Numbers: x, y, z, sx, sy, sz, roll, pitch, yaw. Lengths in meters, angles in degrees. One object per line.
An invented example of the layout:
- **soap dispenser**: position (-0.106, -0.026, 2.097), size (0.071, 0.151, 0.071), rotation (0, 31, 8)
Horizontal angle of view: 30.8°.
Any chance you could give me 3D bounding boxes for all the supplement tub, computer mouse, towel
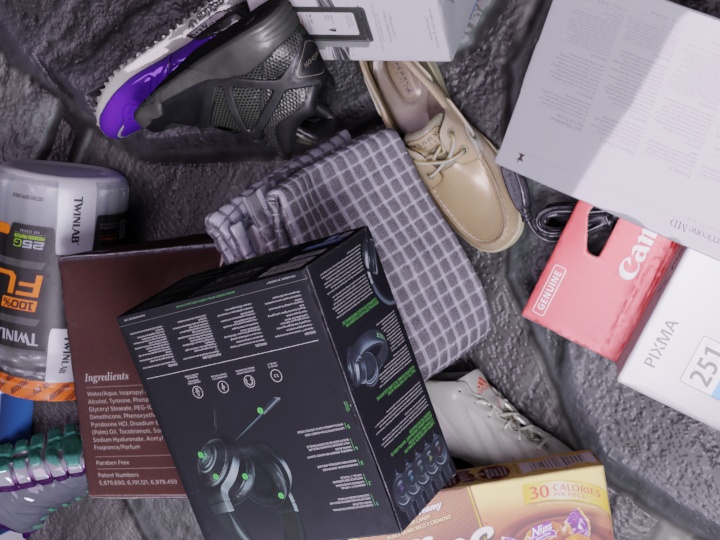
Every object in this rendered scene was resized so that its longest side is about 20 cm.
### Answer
- **supplement tub**: position (-0.275, 0.008, 1.176), size (0.121, 0.122, 0.203), rotation (10, 100, 22)
- **computer mouse**: position (0.169, -0.121, 1.007), size (0.139, 0.046, 0.202), rotation (-13, 101, 17)
- **towel**: position (0.000, 0.000, 1.002), size (0.085, 0.165, 0.202), rotation (-20, 100, 51)

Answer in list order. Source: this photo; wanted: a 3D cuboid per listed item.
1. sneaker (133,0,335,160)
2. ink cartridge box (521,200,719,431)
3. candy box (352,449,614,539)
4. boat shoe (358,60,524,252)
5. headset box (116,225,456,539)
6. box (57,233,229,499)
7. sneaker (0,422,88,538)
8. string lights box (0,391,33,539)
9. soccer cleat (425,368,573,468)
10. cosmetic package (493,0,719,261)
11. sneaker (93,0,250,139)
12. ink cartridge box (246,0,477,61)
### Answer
- **sneaker**: position (-0.096, -0.128, 1.034), size (0.198, 0.076, 0.115), rotation (-20, 116, 41)
- **ink cartridge box**: position (0.238, -0.007, 0.972), size (0.175, 0.045, 0.202), rotation (26, 106, 3)
- **candy box**: position (0.090, 0.211, 0.985), size (0.197, 0.056, 0.118), rotation (-8, 95, -1)
- **boat shoe**: position (0.060, -0.102, 1.046), size (0.072, 0.065, 0.201), rotation (-32, 84, 24)
- **headset box**: position (-0.048, 0.093, 0.909), size (0.173, 0.093, 0.202), rotation (-15, 101, 34)
- **box**: position (-0.131, 0.073, 1.097), size (0.162, 0.166, 0.203), rotation (-4, 96, 25)
- **sneaker**: position (-0.289, 0.200, 1.223), size (0.197, 0.075, 0.088), rotation (-10, 114, -2)
- **string lights box**: position (-0.378, 0.177, 1.277), size (0.102, 0.059, 0.203), rotation (9, 100, 20)
- **soccer cleat**: position (0.102, 0.124, 1.058), size (0.198, 0.069, 0.078), rotation (20, 99, 22)
- **cosmetic package**: position (0.211, -0.109, 0.922), size (0.199, 0.052, 0.152), rotation (26, 106, 22)
- **sneaker**: position (-0.141, -0.153, 1.126), size (0.199, 0.069, 0.100), rotation (-34, 85, 24)
- **ink cartridge box**: position (-0.011, -0.226, 1.029), size (0.198, 0.117, 0.068), rotation (5, 138, 23)
